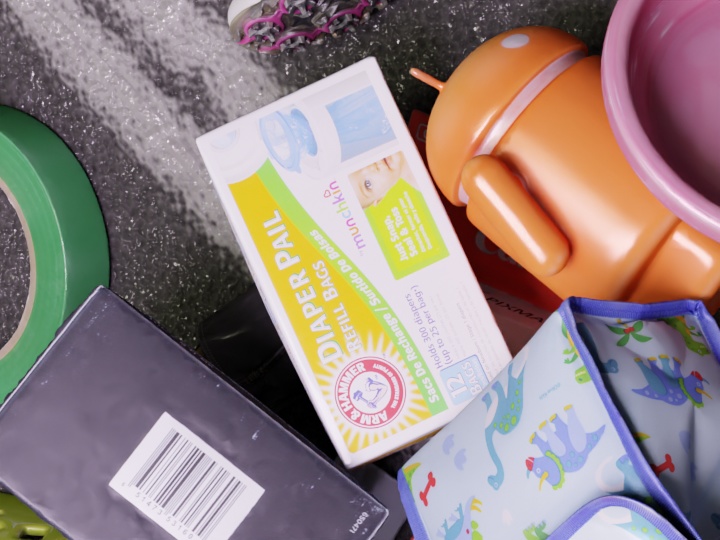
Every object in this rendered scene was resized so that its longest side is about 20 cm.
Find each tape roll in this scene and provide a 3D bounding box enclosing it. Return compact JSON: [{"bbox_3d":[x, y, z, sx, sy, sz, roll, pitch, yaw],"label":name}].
[{"bbox_3d":[-0.257,-0.009,1.679,0.200,0.048,0.201,7,102,32],"label":"tape roll"}]

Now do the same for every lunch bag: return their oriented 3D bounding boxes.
[{"bbox_3d":[0.125,0.140,1.269,0.170,0.127,0.201,-48,55,41],"label":"lunch bag"}]

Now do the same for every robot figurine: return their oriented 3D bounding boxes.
[{"bbox_3d":[0.116,-0.051,1.348,0.200,0.144,0.117,41,160,15],"label":"robot figurine"}]

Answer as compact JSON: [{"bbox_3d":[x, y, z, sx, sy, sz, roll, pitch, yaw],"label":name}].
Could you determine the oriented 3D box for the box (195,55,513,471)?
[{"bbox_3d":[0.000,0.000,1.397,0.112,0.101,0.201,-25,86,-2],"label":"box"}]

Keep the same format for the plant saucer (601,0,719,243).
[{"bbox_3d":[0.219,-0.087,1.286,0.201,0.200,0.051,49,159,16],"label":"plant saucer"}]

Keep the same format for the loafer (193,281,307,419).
[{"bbox_3d":[-0.064,0.047,1.514,0.200,0.072,0.073,-60,32,38],"label":"loafer"}]

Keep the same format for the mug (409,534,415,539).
[{"bbox_3d":[0.021,0.244,1.387,0.133,0.177,0.200,41,113,11],"label":"mug"}]

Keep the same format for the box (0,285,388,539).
[{"bbox_3d":[-0.102,0.118,1.409,0.200,0.198,0.123,39,82,-1],"label":"box"}]

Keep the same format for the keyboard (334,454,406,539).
[{"bbox_3d":[-0.038,0.205,1.516,0.056,0.011,0.200,34,79,-8],"label":"keyboard"}]

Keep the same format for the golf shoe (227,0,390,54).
[{"bbox_3d":[-0.004,-0.205,1.467,0.200,0.072,0.092,-38,59,22],"label":"golf shoe"}]

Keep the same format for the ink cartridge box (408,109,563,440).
[{"bbox_3d":[0.080,0.022,1.463,0.199,0.043,0.174,24,112,28],"label":"ink cartridge box"}]

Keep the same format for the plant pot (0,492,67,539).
[{"bbox_3d":[-0.288,0.261,1.668,0.198,0.181,0.201,6,101,33],"label":"plant pot"}]
